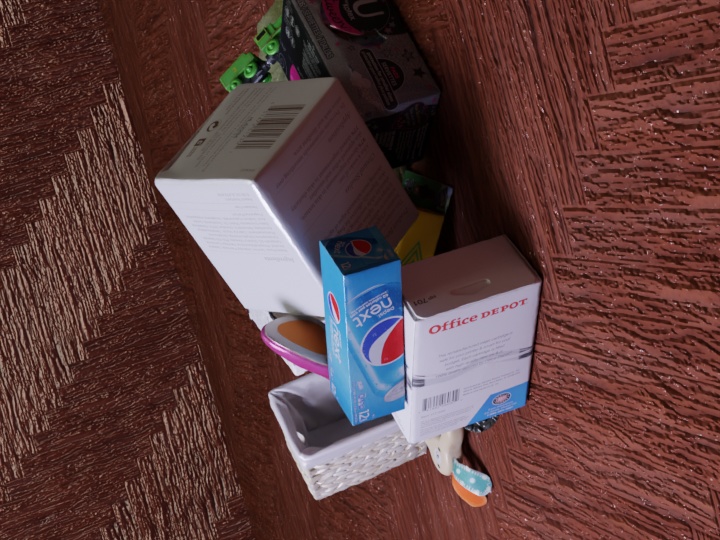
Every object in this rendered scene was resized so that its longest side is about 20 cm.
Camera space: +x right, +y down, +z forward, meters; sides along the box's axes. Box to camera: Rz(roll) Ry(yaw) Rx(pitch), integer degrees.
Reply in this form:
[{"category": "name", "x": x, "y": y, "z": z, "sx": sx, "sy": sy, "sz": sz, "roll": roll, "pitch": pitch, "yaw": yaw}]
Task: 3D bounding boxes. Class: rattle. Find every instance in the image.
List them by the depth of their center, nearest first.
[{"category": "rattle", "x": 0.073, "y": 0.222, "z": 1.650, "sx": 0.130, "sy": 0.143, "sz": 0.200, "roll": -23, "pitch": 79, "yaw": 55}]

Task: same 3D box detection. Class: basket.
[{"category": "basket", "x": -0.012, "y": 0.216, "z": 1.807, "sx": 0.124, "sy": 0.200, "sz": 0.136, "roll": 84, "pitch": 160, "yaw": -48}]

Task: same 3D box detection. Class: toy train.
[{"category": "toy train", "x": -0.103, "y": -0.296, "z": 1.635, "sx": 0.042, "sy": 0.200, "sz": 0.056, "roll": 31, "pitch": -161, "yaw": -47}]

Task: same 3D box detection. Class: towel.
[{"category": "towel", "x": -0.106, "y": -0.292, "z": 1.748, "sx": 0.200, "sy": 0.036, "sz": 0.149, "roll": 157, "pitch": 108, "yaw": -74}]

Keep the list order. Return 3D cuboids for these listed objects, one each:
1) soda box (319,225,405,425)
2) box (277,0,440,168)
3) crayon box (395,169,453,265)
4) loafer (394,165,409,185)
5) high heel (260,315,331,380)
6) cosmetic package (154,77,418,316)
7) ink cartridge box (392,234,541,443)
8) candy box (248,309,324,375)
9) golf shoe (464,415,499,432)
[{"category": "soda box", "x": 0.003, "y": 0.059, "z": 1.310, "sx": 0.068, "sy": 0.064, "sz": 0.200, "roll": -125, "pitch": 25, "yaw": -49}, {"category": "box", "x": -0.004, "y": -0.227, "z": 1.469, "sx": 0.132, "sy": 0.115, "sz": 0.200, "roll": 104, "pitch": 144, "yaw": -58}, {"category": "crayon box", "x": 0.033, "y": -0.018, "z": 1.504, "sx": 0.126, "sy": 0.051, "sz": 0.200, "roll": 30, "pitch": 105, "yaw": 62}, {"category": "loafer", "x": 0.023, "y": -0.081, "z": 1.609, "sx": 0.076, "sy": 0.068, "sz": 0.200, "roll": -130, "pitch": 28, "yaw": -52}, {"category": "high heel", "x": -0.044, "y": 0.109, "z": 1.431, "sx": 0.096, "sy": 0.200, "sz": 0.067, "roll": -44, "pitch": 48, "yaw": 34}, {"category": "cosmetic package", "x": -0.077, "y": -0.077, "z": 1.382, "sx": 0.166, "sy": 0.167, "sz": 0.200, "roll": 3, "pitch": 136, "yaw": 43}, {"category": "ink cartridge box", "x": 0.105, "y": 0.076, "z": 1.368, "sx": 0.200, "sy": 0.146, "sz": 0.086, "roll": 89, "pitch": 158, "yaw": -43}, {"category": "candy box", "x": -0.057, "y": 0.052, "z": 1.825, "sx": 0.200, "sy": 0.167, "sz": 0.072, "roll": -137, "pitch": 32, "yaw": -58}, {"category": "golf shoe", "x": 0.114, "y": 0.104, "z": 1.536, "sx": 0.200, "sy": 0.077, "sz": 0.088, "roll": 62, "pitch": -172, "yaw": 20}]
